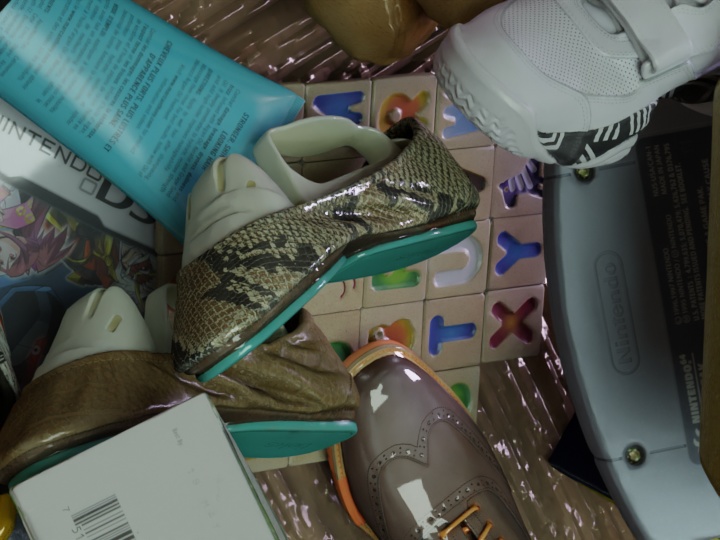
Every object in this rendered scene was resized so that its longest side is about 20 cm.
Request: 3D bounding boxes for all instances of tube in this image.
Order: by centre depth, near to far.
[{"bbox_3d":[-0.118,-0.088,0.984,0.199,0.050,0.078,34,84,-19],"label":"tube"}]

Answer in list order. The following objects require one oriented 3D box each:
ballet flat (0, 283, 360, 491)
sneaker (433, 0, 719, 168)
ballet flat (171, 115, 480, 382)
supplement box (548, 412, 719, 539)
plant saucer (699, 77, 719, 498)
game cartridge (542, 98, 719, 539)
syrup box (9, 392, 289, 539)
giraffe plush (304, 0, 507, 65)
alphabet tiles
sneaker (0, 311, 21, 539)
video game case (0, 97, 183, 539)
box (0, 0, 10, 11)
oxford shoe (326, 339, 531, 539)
[{"bbox_3d":[-0.075,0.041,0.984,0.199,0.068,0.073,-5,72,-50],"label":"ballet flat"},{"bbox_3d":[0.114,-0.108,0.926,0.199,0.075,0.115,-14,145,-45],"label":"sneaker"},{"bbox_3d":[-0.025,-0.019,0.991,0.200,0.068,0.076,-28,87,-53],"label":"ballet flat"},{"bbox_3d":[0.207,0.096,1.163,0.199,0.109,0.109,30,87,-28],"label":"supplement box"},{"bbox_3d":[0.179,0.003,0.967,0.200,0.048,0.202,3,90,-59],"label":"plant saucer"},{"bbox_3d":[0.145,0.008,1.053,0.132,0.042,0.201,-10,91,-2],"label":"game cartridge"},{"bbox_3d":[-0.064,0.119,0.966,0.081,0.200,0.079,-26,73,-4],"label":"syrup box"},{"bbox_3d":[0.083,-0.152,1.047,0.162,0.172,0.201,36,49,-37],"label":"giraffe plush"},{"bbox_3d":[0.000,0.000,1.081,0.199,0.006,0.168,-7,109,-33],"label":"alphabet tiles"},{"bbox_3d":[-0.161,0.017,0.955,0.077,0.082,0.201,-17,108,-21],"label":"sneaker"},{"bbox_3d":[-0.154,0.033,1.022,0.180,0.025,0.201,28,88,-28],"label":"video game case"},{"bbox_3d":[-0.230,-0.100,0.900,0.160,0.049,0.200,41,84,7],"label":"box"},{"bbox_3d":[0.049,0.115,1.101,0.071,0.073,0.201,-38,121,-15],"label":"oxford shoe"}]
